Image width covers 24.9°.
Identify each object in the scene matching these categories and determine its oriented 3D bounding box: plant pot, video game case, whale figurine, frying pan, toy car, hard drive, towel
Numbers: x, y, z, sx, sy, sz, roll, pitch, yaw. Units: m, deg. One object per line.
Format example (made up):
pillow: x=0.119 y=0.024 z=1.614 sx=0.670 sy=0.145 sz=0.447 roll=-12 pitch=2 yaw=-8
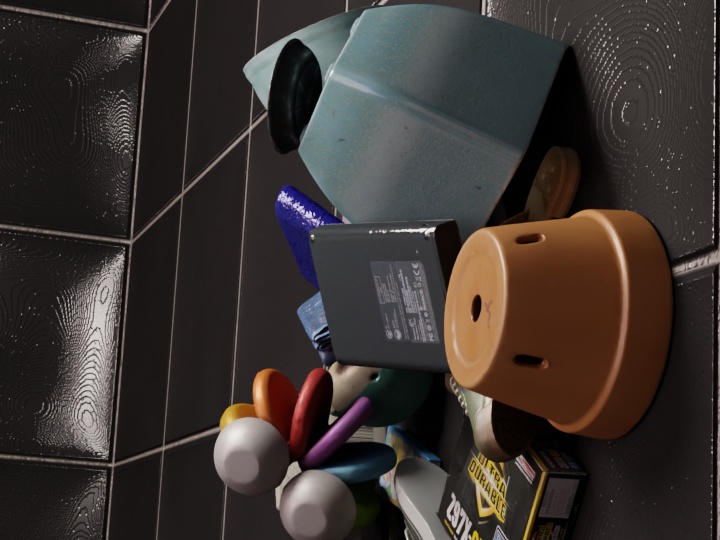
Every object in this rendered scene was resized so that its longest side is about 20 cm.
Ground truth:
plant pot: x=0.057 y=-0.145 z=1.592 sx=0.197 sy=0.199 sz=0.196 roll=-63 pitch=1 yaw=45
video game case: x=0.044 y=0.291 z=1.856 sx=0.143 sy=0.018 sz=0.202 roll=-150 pitch=68 yaw=-69
whale figurine: x=0.029 y=0.115 z=1.867 sx=0.159 sy=0.104 sz=0.200 roll=-49 pitch=2 yaw=4
plant pot: x=-0.030 y=-0.227 z=2.037 sx=0.135 sy=0.199 sz=0.200 roll=67 pitch=158 yaw=2
frying pan: x=-0.057 y=-0.154 z=1.651 sx=0.190 sy=0.031 sz=0.116 roll=66 pitch=-143 yaw=-59
toy car: x=-0.047 y=0.185 z=1.749 sx=0.150 sy=0.200 sz=0.175 roll=-53 pitch=-4 yaw=18
hard drive: x=0.030 y=0.025 z=1.545 sx=0.199 sy=0.033 sz=0.141 roll=0 pitch=106 yaw=53
towel: x=0.020 y=0.014 z=1.805 sx=0.200 sy=0.049 sz=0.112 roll=-38 pitch=27 yaw=3
towel: x=0.000 y=0.000 z=1.685 sx=0.200 sy=0.049 sz=0.148 roll=36 pitch=157 yaw=37
plant pot: x=0.160 y=0.039 z=1.411 sx=0.200 sy=0.139 sz=0.202 roll=-172 pitch=90 yaw=-72

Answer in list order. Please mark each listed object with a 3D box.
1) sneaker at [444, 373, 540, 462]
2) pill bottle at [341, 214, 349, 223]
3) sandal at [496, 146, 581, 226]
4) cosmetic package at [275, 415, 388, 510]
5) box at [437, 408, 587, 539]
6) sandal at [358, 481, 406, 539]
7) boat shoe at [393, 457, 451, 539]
sneaker: x=0.119 y=0.107 z=1.528 sx=0.090 sy=0.067 sz=0.201 roll=-27 pitch=33 yaw=36
pill bottle: x=0.025 y=-0.127 z=1.760 sx=0.112 sy=0.111 sz=0.201 roll=127 pitch=141 yaw=-56
sandal: x=0.145 y=-0.029 z=1.587 sx=0.078 sy=0.069 sz=0.213 roll=-110 pitch=32 yaw=-54
cosmetic package: x=-0.035 y=0.222 z=2.010 sx=0.200 sy=0.087 sz=0.104 roll=132 pitch=139 yaw=-59
box: x=0.140 y=0.215 z=1.553 sx=0.200 sy=0.049 sz=0.161 roll=-124 pitch=42 yaw=-63
sandal: x=0.028 y=0.287 z=1.822 sx=0.201 sy=0.048 sz=0.076 roll=-102 pitch=22 yaw=-73
boat shoe: x=0.074 y=0.273 z=1.690 sx=0.200 sy=0.070 sz=0.064 roll=-114 pitch=37 yaw=-55
